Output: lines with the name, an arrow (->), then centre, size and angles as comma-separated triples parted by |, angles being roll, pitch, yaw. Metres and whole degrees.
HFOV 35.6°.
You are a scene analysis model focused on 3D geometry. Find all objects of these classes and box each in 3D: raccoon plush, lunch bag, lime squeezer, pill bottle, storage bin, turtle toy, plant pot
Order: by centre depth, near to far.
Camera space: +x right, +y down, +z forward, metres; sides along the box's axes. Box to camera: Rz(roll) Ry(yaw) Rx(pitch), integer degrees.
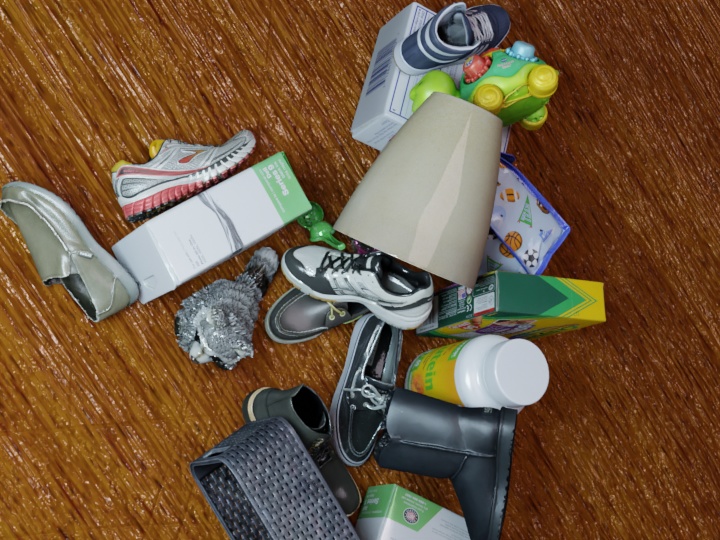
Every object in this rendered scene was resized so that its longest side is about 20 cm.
storage bin -> -0.098, 0.283, 1.321 | 0.094, 0.135, 0.201 | -32, 94, -30
raccoon plush -> -0.150, 0.033, 1.352 | 0.097, 0.134, 0.201 | 30, 66, -18
plant pot -> 0.091, -0.105, 1.354 | 0.187, 0.187, 0.201 | 23, 92, -22
lime squeezer -> -0.056, -0.071, 1.451 | 0.038, 0.071, 0.200 | -12, 45, -22
pill bottle -> 0.151, 0.143, 1.452 | 0.111, 0.200, 0.112 | 7, 75, -27
turtle toy -> 0.164, -0.233, 1.465 | 0.199, 0.146, 0.101 | -19, 75, -4
lunch bag -> 0.155, -0.078, 1.523 | 0.200, 0.170, 0.124 | 44, 60, -12

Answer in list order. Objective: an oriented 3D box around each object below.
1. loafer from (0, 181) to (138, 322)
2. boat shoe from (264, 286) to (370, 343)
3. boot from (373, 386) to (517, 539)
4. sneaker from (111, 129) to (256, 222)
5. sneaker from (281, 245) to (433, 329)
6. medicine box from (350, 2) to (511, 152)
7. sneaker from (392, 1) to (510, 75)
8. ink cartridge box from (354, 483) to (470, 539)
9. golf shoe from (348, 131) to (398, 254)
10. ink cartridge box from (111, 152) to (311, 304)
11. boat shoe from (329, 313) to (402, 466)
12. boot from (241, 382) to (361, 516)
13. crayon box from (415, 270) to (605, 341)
loafer -> -0.344, -0.019, 1.294 | 0.200, 0.075, 0.070 | 46, 58, -12
boat shoe -> -0.032, 0.036, 1.459 | 0.201, 0.061, 0.072 | -25, 91, -31
boot -> 0.101, 0.247, 1.385 | 0.167, 0.076, 0.201 | 7, 107, 12
sneaker -> -0.216, -0.135, 1.389 | 0.200, 0.078, 0.082 | -28, 91, -31
sneaker -> 0.000, 0.000, 1.403 | 0.199, 0.088, 0.076 | 18, 53, 1
medicine box -> 0.112, -0.240, 1.577 | 0.199, 0.103, 0.183 | 24, 68, -22
sneaker -> 0.147, -0.321, 1.492 | 0.200, 0.108, 0.070 | -27, 92, -30
ink cartridge box -> 0.052, 0.390, 1.408 | 0.146, 0.084, 0.201 | 30, 66, -19
golf shoe -> 0.043, -0.116, 1.475 | 0.072, 0.092, 0.201 | 29, 104, -6
ink cartridge box -> -0.180, -0.050, 1.348 | 0.200, 0.146, 0.084 | -32, 95, -30
boat shoe -> 0.015, 0.154, 1.440 | 0.073, 0.068, 0.200 | 21, 80, -28
boot -> -0.051, 0.223, 1.360 | 0.200, 0.138, 0.078 | 47, 61, -12
crayon box -> 0.196, 0.054, 1.498 | 0.172, 0.200, 0.059 | 7, 75, -26
